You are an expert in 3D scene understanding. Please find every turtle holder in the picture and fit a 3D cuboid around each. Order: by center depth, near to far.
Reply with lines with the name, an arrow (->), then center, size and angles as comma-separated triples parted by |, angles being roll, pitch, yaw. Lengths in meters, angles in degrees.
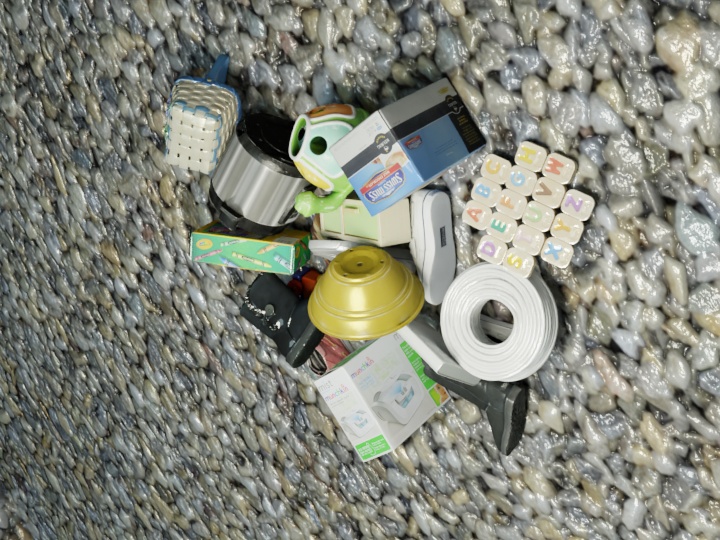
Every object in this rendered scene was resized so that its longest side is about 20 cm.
turtle holder -> -0.056, -0.196, 1.666 | 0.186, 0.131, 0.141 | -58, 34, 34

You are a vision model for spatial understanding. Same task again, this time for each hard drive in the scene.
hard drive -> 0.111, 0.118, 1.690 | 0.026, 0.132, 0.200 | -53, 51, 11

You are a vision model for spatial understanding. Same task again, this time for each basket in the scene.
basket -> -0.289, -0.290, 1.819 | 0.138, 0.200, 0.177 | 17, 126, 3

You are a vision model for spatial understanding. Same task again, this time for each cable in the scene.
cable -> 0.228, 0.082, 1.607 | 0.199, 0.069, 0.201 | -35, 73, 28

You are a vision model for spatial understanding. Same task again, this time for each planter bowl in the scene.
planter bowl -> 0.003, 0.018, 1.613 | 0.199, 0.200, 0.084 | 17, 136, 32

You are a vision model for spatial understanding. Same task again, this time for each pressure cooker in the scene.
pressure cooker -> -0.180, -0.163, 1.789 | 0.201, 0.175, 0.179 | -56, 42, 30

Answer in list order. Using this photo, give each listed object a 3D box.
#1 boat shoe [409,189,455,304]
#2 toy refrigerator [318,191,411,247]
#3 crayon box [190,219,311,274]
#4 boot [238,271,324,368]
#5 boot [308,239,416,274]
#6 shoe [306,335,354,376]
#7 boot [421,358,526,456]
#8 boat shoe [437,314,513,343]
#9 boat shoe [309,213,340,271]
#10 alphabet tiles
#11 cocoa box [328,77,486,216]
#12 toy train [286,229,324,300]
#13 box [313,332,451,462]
boat shoe -> 0.119, -0.043, 1.687 | 0.065, 0.073, 0.202 | 16, 112, 43
toy refrigerator -> 0.002, -0.092, 1.710 | 0.200, 0.070, 0.077 | 15, 112, 57
crayon box -> -0.202, -0.045, 1.817 | 0.198, 0.119, 0.059 | 8, 106, 11
boot -> -0.122, 0.052, 1.771 | 0.168, 0.076, 0.201 | 44, 113, 21
boot -> 0.000, 0.000, 1.747 | 0.198, 0.074, 0.096 | 8, 90, 7
shoe -> -0.039, 0.201, 1.929 | 0.201, 0.091, 0.071 | 55, 134, 3
boot -> 0.199, 0.228, 1.761 | 0.199, 0.066, 0.166 | 25, 134, 30
boat shoe -> 0.211, 0.120, 1.698 | 0.199, 0.065, 0.074 | 4, 115, 39
boat shoe -> -0.032, -0.016, 1.831 | 0.200, 0.072, 0.072 | 53, 141, 10
alphabet tiles -> 0.259, -0.095, 1.533 | 0.195, 0.015, 0.201 | 29, 107, 26
cocoa box -> 0.078, -0.196, 1.551 | 0.133, 0.200, 0.132 | -31, 92, 44
toy train -> -0.076, 0.022, 1.884 | 0.115, 0.085, 0.202 | 3, 111, 24
box -> 0.041, 0.220, 1.798 | 0.096, 0.200, 0.177 | -31, 90, 43
